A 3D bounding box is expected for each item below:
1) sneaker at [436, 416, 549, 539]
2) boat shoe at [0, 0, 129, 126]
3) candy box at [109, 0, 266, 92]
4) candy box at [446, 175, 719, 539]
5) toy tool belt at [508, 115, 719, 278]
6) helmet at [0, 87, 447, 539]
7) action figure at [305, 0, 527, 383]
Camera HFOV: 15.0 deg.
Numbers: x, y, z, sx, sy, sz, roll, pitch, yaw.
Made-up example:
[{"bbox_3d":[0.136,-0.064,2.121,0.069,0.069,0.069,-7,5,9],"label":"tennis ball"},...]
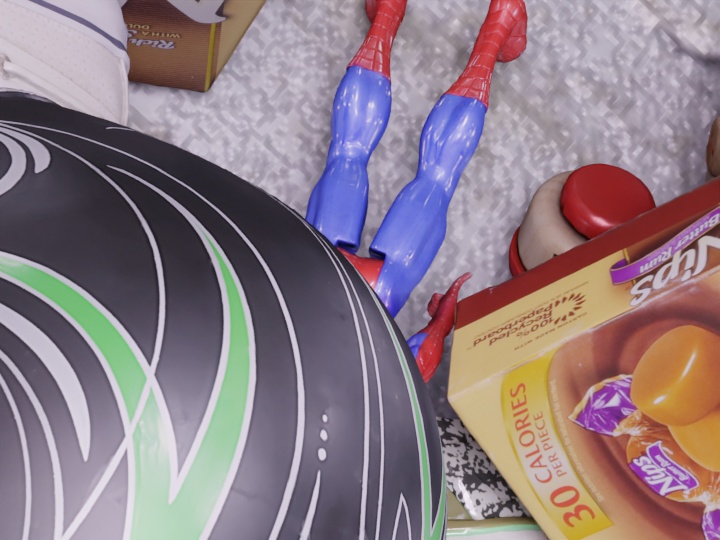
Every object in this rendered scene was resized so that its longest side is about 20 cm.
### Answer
[{"bbox_3d":[-0.026,0.065,0.847,0.199,0.077,0.089,5,70,-19],"label":"sneaker"},{"bbox_3d":[-0.145,-0.057,0.736,0.199,0.071,0.070,16,55,-41],"label":"boat shoe"},{"bbox_3d":[-0.074,-0.116,0.774,0.115,0.200,0.056,10,71,-13],"label":"candy box"},{"bbox_3d":[0.126,0.072,0.824,0.116,0.057,0.200,-26,116,21],"label":"candy box"},{"bbox_3d":[0.155,-0.035,0.860,0.198,0.123,0.125,4,47,-15],"label":"toy tool belt"},{"bbox_3d":[-0.072,0.068,0.691,0.200,0.200,0.191,-40,64,-14],"label":"helmet"},{"bbox_3d":[0.000,0.000,0.832,0.065,0.052,0.201,19,58,3],"label":"action figure"}]
